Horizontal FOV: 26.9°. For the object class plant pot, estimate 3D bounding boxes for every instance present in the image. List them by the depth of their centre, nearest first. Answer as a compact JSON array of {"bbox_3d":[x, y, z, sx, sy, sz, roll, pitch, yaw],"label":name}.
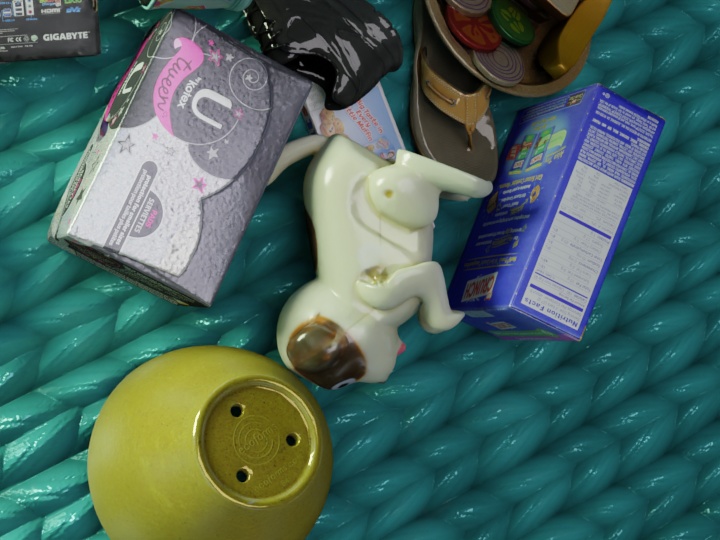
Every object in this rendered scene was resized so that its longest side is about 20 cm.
[{"bbox_3d":[-0.100,0.144,1.180,0.199,0.142,0.201,7,73,-22],"label":"plant pot"}]

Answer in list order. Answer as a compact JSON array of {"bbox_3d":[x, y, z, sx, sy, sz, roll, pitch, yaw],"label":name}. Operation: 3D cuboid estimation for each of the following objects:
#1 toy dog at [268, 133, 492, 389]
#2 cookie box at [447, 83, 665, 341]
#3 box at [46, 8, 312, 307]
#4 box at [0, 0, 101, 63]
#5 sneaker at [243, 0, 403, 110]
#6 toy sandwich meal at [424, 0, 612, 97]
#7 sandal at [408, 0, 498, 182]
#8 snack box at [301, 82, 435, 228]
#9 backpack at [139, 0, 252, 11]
[{"bbox_3d":[0.000,0.000,1.225,0.193,0.140,0.201,18,89,-14],"label":"toy dog"},{"bbox_3d":[0.160,-0.044,1.286,0.075,0.171,0.201,25,82,-14],"label":"cookie box"},{"bbox_3d":[-0.146,-0.088,1.205,0.132,0.115,0.201,27,80,-18],"label":"box"},{"bbox_3d":[-0.305,-0.258,1.154,0.199,0.050,0.199,-7,105,-15],"label":"box"},{"bbox_3d":[-0.061,-0.213,1.239,0.200,0.076,0.091,39,69,4],"label":"sneaker"},{"bbox_3d":[0.143,-0.249,1.312,0.204,0.070,0.206,11,68,-29],"label":"toy sandwich meal"},{"bbox_3d":[0.085,-0.169,1.322,0.080,0.054,0.201,-4,90,-20],"label":"sandal"},{"bbox_3d":[-0.004,-0.116,1.304,0.072,0.024,0.201,-23,97,-18],"label":"snack box"},{"bbox_3d":[-0.113,-0.295,1.130,0.153,0.176,0.201,6,61,-22],"label":"backpack"}]
